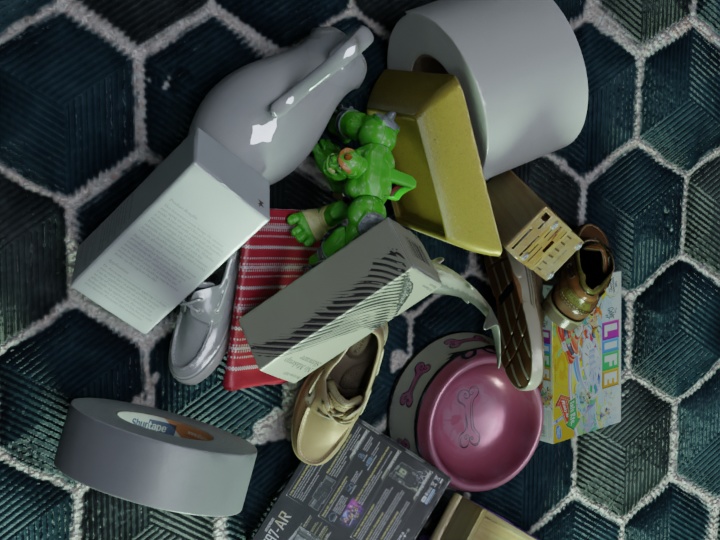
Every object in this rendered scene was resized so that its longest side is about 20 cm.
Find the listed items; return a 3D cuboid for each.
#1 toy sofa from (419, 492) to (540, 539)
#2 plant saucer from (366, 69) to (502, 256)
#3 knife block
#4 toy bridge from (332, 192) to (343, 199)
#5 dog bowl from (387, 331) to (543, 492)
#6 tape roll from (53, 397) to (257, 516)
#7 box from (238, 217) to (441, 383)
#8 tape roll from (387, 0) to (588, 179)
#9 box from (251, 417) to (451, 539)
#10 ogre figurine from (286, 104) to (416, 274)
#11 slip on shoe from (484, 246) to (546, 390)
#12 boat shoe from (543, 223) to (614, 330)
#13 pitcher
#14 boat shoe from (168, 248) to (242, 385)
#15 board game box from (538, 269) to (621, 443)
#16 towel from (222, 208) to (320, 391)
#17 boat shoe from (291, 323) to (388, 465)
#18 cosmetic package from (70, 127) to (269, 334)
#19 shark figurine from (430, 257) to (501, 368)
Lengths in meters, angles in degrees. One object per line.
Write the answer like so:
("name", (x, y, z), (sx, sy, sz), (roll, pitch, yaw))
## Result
("toy sofa", (0.175, 0.353, 1.642), (0.200, 0.097, 0.083), (33, 84, -27))
("plant saucer", (0.069, -0.116, 1.457), (0.048, 0.200, 0.201), (-20, 107, -18))
("knife block", (0.164, -0.076, 1.502), (0.064, 0.176, 0.200), (-47, 157, 8))
("toy bridge", (0.000, 0.000, 1.535), (0.067, 0.027, 0.201), (-4, 100, -28))
("dog bowl", (0.136, 0.179, 1.608), (0.199, 0.074, 0.202), (-5, 100, -27))
("tape roll", (-0.209, 0.190, 1.360), (0.199, 0.200, 0.067), (15, 91, -28))
("box", (-0.022, 0.033, 1.378), (0.200, 0.069, 0.082), (-35, 152, 16))
("tape roll", (0.139, -0.209, 1.476), (0.139, 0.202, 0.204), (-22, 107, -22))
("box", (-0.014, 0.281, 1.524), (0.160, 0.044, 0.201), (32, 82, 1))
("ogre figurine", (-0.008, -0.095, 1.427), (0.098, 0.120, 0.201), (40, 56, -22))
("slip on shoe", (0.198, 0.048, 1.579), (0.060, 0.076, 0.201), (6, 55, -25))
("boat shoe", (0.278, -0.004, 1.596), (0.072, 0.200, 0.068), (33, 126, -6))
("pitcher", (-0.077, -0.179, 1.386), (0.200, 0.172, 0.121), (-42, 96, -16))
("boat shoe", (-0.162, 0.022, 1.416), (0.201, 0.072, 0.068), (-64, 149, -5))
("board game box", (0.275, 0.106, 1.675), (0.134, 0.034, 0.201), (-11, 103, -39))
("towel", (-0.097, 0.031, 1.457), (0.144, 0.022, 0.201), (-2, 101, -60))
("boat shoe", (-0.027, 0.135, 1.455), (0.071, 0.065, 0.201), (18, 110, -8))
("cosmetic package", (-0.194, -0.038, 1.348), (0.101, 0.071, 0.200), (37, 117, -27))
("shark figurine", (0.070, 0.028, 1.510), (0.213, 0.128, 0.090), (17, 135, 3))
